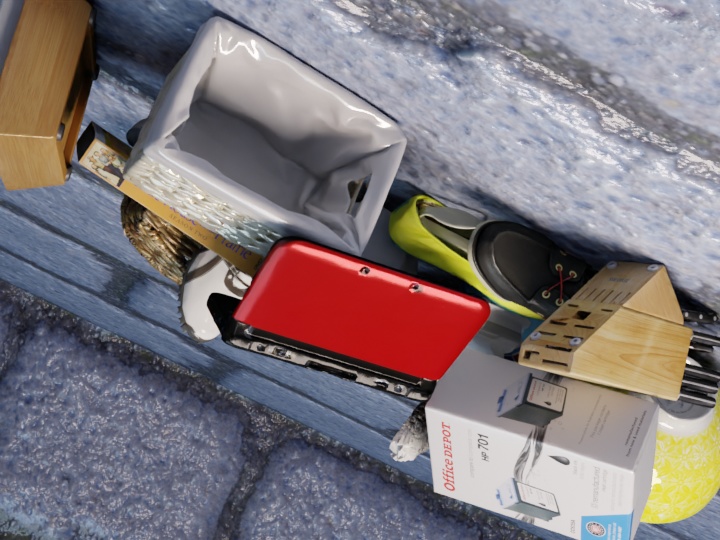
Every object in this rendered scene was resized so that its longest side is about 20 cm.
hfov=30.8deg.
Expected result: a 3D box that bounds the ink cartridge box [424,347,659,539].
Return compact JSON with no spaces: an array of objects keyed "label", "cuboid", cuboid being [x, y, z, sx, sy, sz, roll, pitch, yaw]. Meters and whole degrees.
[{"label":"ink cartridge box","cuboid":[0.169,0.168,1.226,0.200,0.086,0.146,14,141,20]}]

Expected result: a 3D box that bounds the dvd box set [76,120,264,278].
[{"label":"dvd box set","cuboid":[-0.170,-0.064,1.206,0.200,0.029,0.146,34,-177,-17]}]

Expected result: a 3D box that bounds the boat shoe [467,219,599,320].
[{"label":"boat shoe","cuboid":[0.181,0.012,1.209,0.201,0.074,0.063,33,167,-33]}]

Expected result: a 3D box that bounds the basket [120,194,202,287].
[{"label":"basket","cuboid":[-0.172,-0.040,1.473,0.200,0.143,0.149,31,164,-25]}]

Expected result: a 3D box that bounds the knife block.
[{"label":"knife block","cuboid":[0.251,0.089,1.192,0.064,0.200,0.176,6,127,51]}]

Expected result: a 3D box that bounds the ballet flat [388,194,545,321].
[{"label":"ballet flat","cuboid":[0.122,-0.015,1.257,0.200,0.067,0.067,26,137,-3]}]

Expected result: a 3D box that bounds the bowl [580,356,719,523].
[{"label":"bowl","cuboid":[0.299,0.142,1.323,0.200,0.200,0.108,24,142,1]}]

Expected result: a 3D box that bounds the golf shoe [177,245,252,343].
[{"label":"golf shoe","cuboid":[-0.116,-0.011,1.356,0.094,0.200,0.078,17,165,48]}]

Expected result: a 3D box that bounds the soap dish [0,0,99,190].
[{"label":"soap dish","cuboid":[-0.296,-0.167,1.206,0.081,0.157,0.200,14,167,-7]}]

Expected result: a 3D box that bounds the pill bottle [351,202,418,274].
[{"label":"pill bottle","cuboid":[0.000,0.000,1.381,0.120,0.120,0.200,23,166,6]}]

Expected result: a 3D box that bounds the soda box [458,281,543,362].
[{"label":"soda box","cuboid":[0.195,0.081,1.456,0.200,0.068,0.064,26,166,-7]}]

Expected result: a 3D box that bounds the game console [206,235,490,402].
[{"label":"game console","cuboid":[-0.015,0.030,1.149,0.200,0.119,0.172,19,-170,-19]}]

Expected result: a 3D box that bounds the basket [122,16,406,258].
[{"label":"basket","cuboid":[-0.085,-0.096,1.107,0.200,0.136,0.123,29,157,-19]}]

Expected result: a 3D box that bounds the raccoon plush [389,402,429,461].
[{"label":"raccoon plush","cuboid":[0.135,0.168,1.381,0.134,0.200,0.097,31,148,17]}]

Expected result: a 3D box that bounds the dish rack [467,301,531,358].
[{"label":"dish rack","cuboid":[0.052,0.067,1.314,0.200,0.044,0.172,-14,154,40]}]

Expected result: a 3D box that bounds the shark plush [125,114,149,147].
[{"label":"shark plush","cuboid":[-0.122,-0.077,1.213,0.200,0.083,0.091,47,130,-2]}]
